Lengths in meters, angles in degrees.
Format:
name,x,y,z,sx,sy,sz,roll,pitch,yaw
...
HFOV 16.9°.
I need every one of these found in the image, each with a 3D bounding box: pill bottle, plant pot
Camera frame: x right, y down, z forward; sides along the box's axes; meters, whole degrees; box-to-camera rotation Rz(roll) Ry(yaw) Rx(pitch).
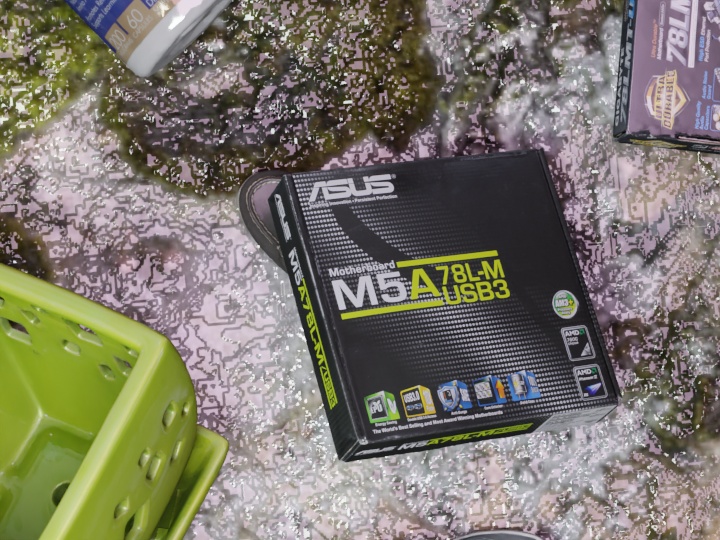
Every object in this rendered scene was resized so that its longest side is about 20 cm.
name,x,y,z,sx,sy,sz,roll,pitch,yaw
pill bottle,-0.175,-0.237,1.615,0.111,0.111,0.200,-44,91,-8
plant pot,-0.210,0.128,1.527,0.198,0.182,0.201,21,73,27

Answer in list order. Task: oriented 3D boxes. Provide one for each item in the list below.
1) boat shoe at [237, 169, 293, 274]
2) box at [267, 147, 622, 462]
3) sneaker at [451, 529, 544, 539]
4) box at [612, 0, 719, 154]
name,x,y,z,sx,sy,sz,roll,pitch,yaw
boat shoe,0.000,0.000,1.652,0.200,0.057,0.067,42,82,-2
box,0.056,0.020,1.613,0.199,0.048,0.194,-6,70,-24
sneaker,0.044,0.217,1.608,0.199,0.121,0.084,-15,87,-8
box,0.284,-0.180,1.707,0.197,0.050,0.202,5,85,-6
